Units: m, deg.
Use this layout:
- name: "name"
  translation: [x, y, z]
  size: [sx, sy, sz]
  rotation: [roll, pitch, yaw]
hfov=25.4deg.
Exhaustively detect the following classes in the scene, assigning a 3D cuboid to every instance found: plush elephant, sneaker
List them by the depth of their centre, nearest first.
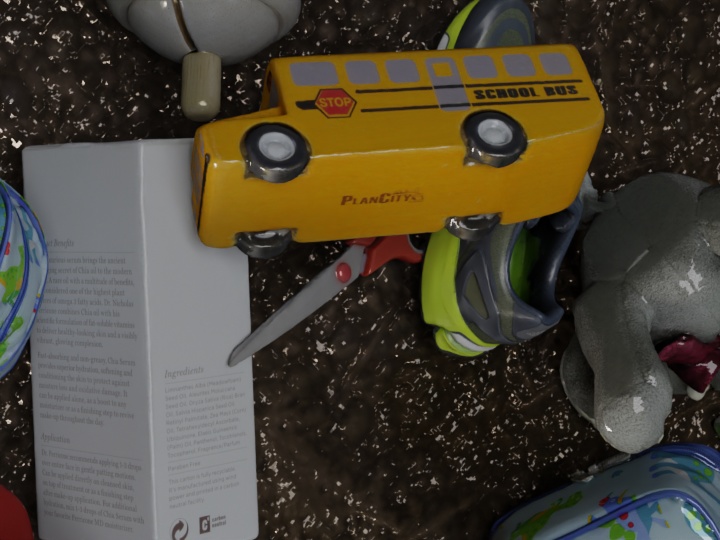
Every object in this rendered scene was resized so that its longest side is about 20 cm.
- name: "sneaker"
  translation: [0.084, -0.053, 0.869]
  size: [0.073, 0.080, 0.203]
  rotation: [3, 86, -42]
- name: "plush elephant"
  translation: [0.188, 0.030, 0.888]
  size: [0.165, 0.200, 0.155]
  rotation: [-44, 127, 2]

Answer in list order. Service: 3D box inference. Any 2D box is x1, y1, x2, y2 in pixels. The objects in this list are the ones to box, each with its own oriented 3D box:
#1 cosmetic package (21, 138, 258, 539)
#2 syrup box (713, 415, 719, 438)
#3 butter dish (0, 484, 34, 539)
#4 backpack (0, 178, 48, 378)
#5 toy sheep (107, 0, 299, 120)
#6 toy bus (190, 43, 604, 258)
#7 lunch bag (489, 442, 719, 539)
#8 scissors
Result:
- name: "cosmetic package"
  translation: [-0.112, 0.036, 0.804]
  size: [0.071, 0.101, 0.203]
  rotation: [-5, 95, -46]
- name: "syrup box"
  translation: [0.303, 0.157, 0.959]
  size: [0.081, 0.079, 0.201]
  rotation: [-34, 101, -14]
- name: "butter dish"
  translation: [-0.243, 0.141, 0.760]
  size: [0.199, 0.149, 0.200]
  rotation: [24, 123, -25]
- name: "backpack"
  translation: [-0.247, -0.004, 0.746]
  size: [0.199, 0.153, 0.165]
  rotation: [27, 62, -23]
- name: "toy sheep"
  translation: [-0.078, -0.173, 0.789]
  size: [0.136, 0.138, 0.202]
  rotation: [11, 76, -17]
- name: "toy bus"
  translation: [0.016, -0.061, 0.771]
  size: [0.198, 0.065, 0.079]
  rotation: [-5, 54, -16]
- name: "lunch bag"
  translation: [0.165, 0.205, 0.888]
  size: [0.160, 0.083, 0.201]
  rotation: [-30, 101, 24]
- name: "scissors"
  translation: [0.000, 0.000, 0.845]
  size: [0.073, 0.014, 0.201]
  rotation: [56, 50, -29]
